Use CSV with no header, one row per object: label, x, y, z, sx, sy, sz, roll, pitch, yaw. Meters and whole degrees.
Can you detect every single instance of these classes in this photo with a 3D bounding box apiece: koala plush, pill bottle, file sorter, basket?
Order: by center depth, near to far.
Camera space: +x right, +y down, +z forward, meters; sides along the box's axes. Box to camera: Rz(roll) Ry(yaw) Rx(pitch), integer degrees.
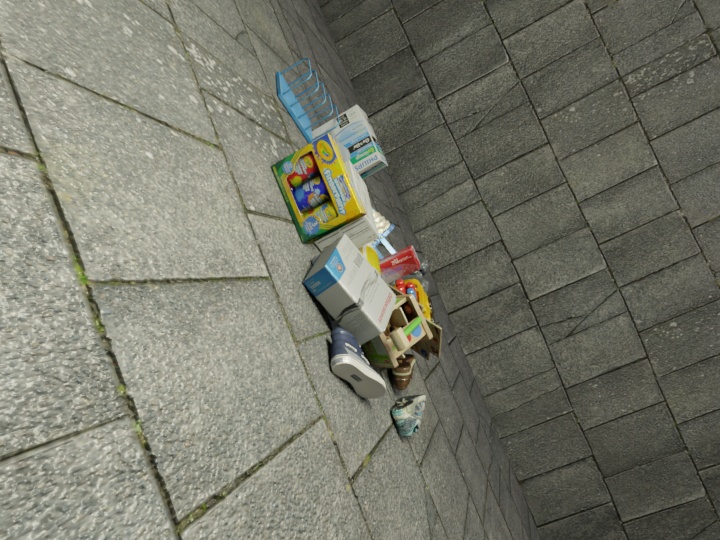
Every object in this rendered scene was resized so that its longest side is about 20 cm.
pill bottle,0.000,0.000,1.521,0.114,0.110,0.203,56,17,-33
basket,0.049,-0.088,1.763,0.200,0.139,0.176,45,-12,-4
file sorter,-0.165,-0.540,1.773,0.201,0.120,0.141,52,18,-44
koala plush,0.155,0.085,1.976,0.180,0.177,0.205,-80,165,-53

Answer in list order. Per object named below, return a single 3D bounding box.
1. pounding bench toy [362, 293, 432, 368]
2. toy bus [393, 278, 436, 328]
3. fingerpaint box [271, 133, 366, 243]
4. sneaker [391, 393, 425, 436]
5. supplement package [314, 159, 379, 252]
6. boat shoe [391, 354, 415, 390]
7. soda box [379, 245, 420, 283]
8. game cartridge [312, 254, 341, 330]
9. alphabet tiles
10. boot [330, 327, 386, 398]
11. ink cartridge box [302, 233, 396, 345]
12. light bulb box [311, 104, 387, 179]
pounding bench toy,0.102,0.144,1.389,0.127,0.154,0.199,63,-27,-8
toy bus,0.142,0.095,1.641,0.202,0.131,0.196,-87,163,-56
fingerpaint box,-0.099,-0.193,1.342,0.205,0.163,0.073,67,14,3
sneaker,0.132,0.390,1.505,0.199,0.075,0.089,-2,79,-69
supplement package,-0.054,-0.157,1.481,0.111,0.152,0.204,49,21,-46
boat shoe,0.120,0.296,1.624,0.202,0.072,0.078,-18,107,-78
soda box,0.074,0.000,1.625,0.065,0.195,0.070,63,14,-9
game cartridge,-0.055,0.070,1.354,0.133,0.040,0.205,28,41,-64
alphabet tiles,0.140,0.146,1.500,0.198,0.007,0.171,31,-43,37
boot,-0.002,0.207,1.241,0.201,0.071,0.092,51,25,-46
ink cartridge box,-0.020,0.044,1.274,0.201,0.083,0.146,49,33,-14
light bulb box,-0.038,-0.406,1.884,0.205,0.194,0.124,65,15,6
